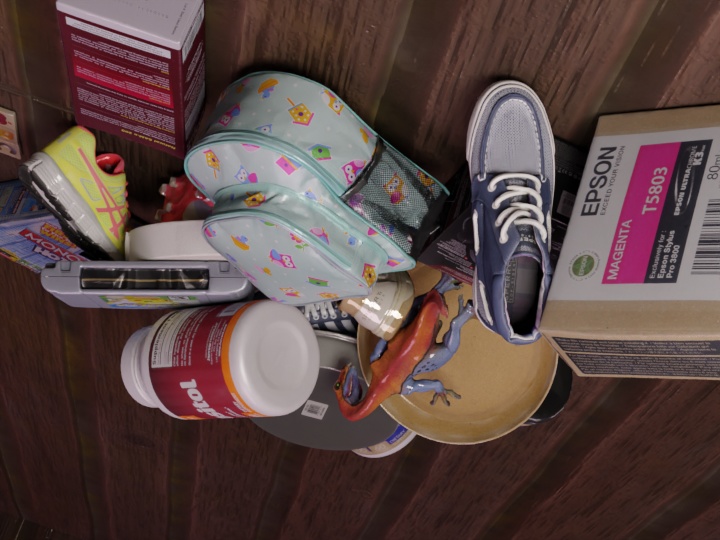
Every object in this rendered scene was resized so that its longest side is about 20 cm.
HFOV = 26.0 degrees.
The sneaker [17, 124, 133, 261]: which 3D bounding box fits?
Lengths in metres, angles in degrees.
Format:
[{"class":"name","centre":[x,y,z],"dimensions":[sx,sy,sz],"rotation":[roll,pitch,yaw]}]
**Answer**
[{"class":"sneaker","centre":[-0.260,-0.070,1.569],"dimensions":[0.078,0.090,0.200],"rotation":[27,160,30]}]

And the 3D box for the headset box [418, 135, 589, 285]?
[{"class":"headset box","centre":[0.147,-0.036,1.354],"dimensions":[0.148,0.078,0.200],"rotation":[24,157,-8]}]

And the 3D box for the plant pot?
[{"class":"plant pot","centre":[0.096,0.072,1.536],"dimensions":[0.199,0.201,0.027],"rotation":[15,-165,9]}]

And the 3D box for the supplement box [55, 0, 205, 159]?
[{"class":"supplement box","centre":[-0.189,-0.178,1.319],"dimensions":[0.108,0.061,0.200],"rotation":[19,156,2]}]

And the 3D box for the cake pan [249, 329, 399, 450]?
[{"class":"cake pan","centre":[-0.042,0.132,1.646],"dimensions":[0.199,0.037,0.201],"rotation":[7,145,5]}]

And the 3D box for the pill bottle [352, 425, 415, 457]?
[{"class":"pill bottle","centre":[-0.018,0.119,1.762],"dimensions":[0.119,0.120,0.200],"rotation":[1,151,35]}]

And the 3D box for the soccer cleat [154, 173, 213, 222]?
[{"class":"soccer cleat","centre":[-0.131,-0.076,1.506],"dimensions":[0.076,0.067,0.200],"rotation":[13,162,-28]}]

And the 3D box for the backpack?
[{"class":"backpack","centre":[-0.053,-0.069,1.336],"dimensions":[0.175,0.154,0.200],"rotation":[-7,132,52]}]

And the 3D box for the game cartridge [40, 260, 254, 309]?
[{"class":"game cartridge","centre":[-0.206,0.015,1.543],"dimensions":[0.199,0.041,0.133],"rotation":[0,176,0]}]

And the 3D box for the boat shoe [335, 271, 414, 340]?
[{"class":"boat shoe","centre":[0.000,0.000,1.470],"dimensions":[0.069,0.074,0.200],"rotation":[28,-171,-16]}]

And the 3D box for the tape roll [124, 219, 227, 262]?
[{"class":"tape roll","centre":[-0.134,-0.018,1.560],"dimensions":[0.202,0.037,0.203],"rotation":[0,173,0]}]

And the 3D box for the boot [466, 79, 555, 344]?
[{"class":"boot","centre":[0.123,-0.045,1.198],"dimensions":[0.072,0.201,0.090],"rotation":[-3,-172,-7]}]

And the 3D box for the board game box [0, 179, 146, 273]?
[{"class":"board game box","centre":[-0.309,-0.041,1.710],"dimensions":[0.200,0.062,0.200],"rotation":[31,155,-25]}]

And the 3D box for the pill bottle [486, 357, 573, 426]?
[{"class":"pill bottle","centre":[0.123,0.117,1.660],"dimensions":[0.112,0.112,0.200],"rotation":[31,154,-26]}]

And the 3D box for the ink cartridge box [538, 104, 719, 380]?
[{"class":"ink cartridge box","centre":[0.238,-0.023,1.160],"dimensions":[0.164,0.201,0.075],"rotation":[-1,149,37]}]

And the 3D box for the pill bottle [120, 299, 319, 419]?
[{"class":"pill bottle","centre":[-0.145,0.091,1.553],"dimensions":[0.199,0.113,0.113],"rotation":[-7,145,44]}]

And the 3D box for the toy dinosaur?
[{"class":"toy dinosaur","centre":[0.030,0.073,1.460],"dimensions":[0.105,0.181,0.200],"rotation":[51,-166,23]}]

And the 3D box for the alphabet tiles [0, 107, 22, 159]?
[{"class":"alphabet tiles","centre":[-0.444,-0.170,1.599],"dimensions":[0.199,0.006,0.167],"rotation":[19,156,0]}]

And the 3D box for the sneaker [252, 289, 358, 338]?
[{"class":"sneaker","centre":[-0.019,0.034,1.604],"dimensions":[0.199,0.070,0.109],"rotation":[3,162,-16]}]
